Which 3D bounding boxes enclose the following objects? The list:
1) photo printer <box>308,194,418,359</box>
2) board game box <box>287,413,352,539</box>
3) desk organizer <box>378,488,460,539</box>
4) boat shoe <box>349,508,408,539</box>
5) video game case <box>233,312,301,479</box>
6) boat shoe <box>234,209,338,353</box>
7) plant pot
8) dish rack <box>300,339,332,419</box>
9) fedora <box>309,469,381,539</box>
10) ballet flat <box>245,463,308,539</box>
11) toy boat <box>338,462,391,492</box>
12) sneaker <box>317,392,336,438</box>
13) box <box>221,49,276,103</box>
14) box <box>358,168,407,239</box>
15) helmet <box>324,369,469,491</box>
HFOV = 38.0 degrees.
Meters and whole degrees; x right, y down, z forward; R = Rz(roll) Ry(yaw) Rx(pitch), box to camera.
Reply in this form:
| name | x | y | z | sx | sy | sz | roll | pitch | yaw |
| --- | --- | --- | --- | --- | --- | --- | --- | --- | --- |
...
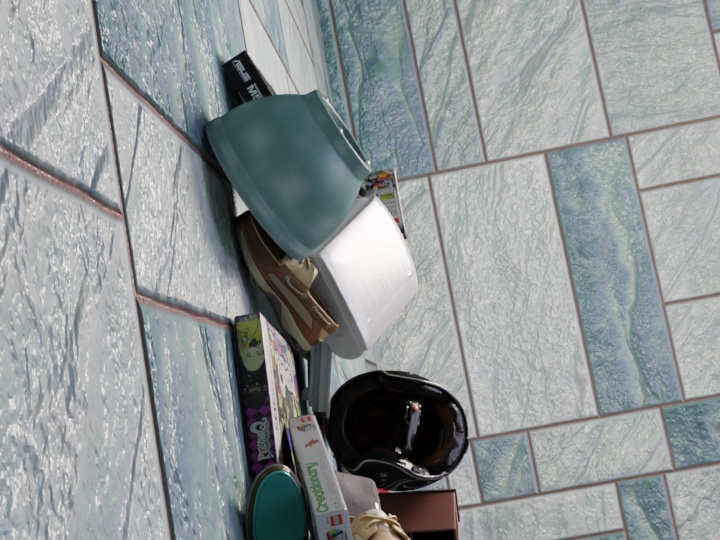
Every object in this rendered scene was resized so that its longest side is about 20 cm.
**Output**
| name | x | y | z | sx | sy | sz | roll | pitch | yaw |
| --- | --- | --- | --- | --- | --- | --- | --- | --- | --- |
| photo printer | 0.000 | 0.000 | 1.435 | 0.200 | 0.069 | 0.167 | -48 | 117 | -47 |
| board game box | -0.039 | 0.255 | 1.109 | 0.200 | 0.034 | 0.127 | -122 | -158 | -67 |
| desk organizer | 0.048 | 0.384 | 1.566 | 0.077 | 0.199 | 0.072 | -85 | 168 | -55 |
| boat shoe | 0.012 | 0.299 | 1.160 | 0.200 | 0.073 | 0.070 | 154 | -57 | -63 |
| video game case | -0.101 | 0.159 | 1.221 | 0.200 | 0.036 | 0.182 | 67 | 15 | -72 |
| boat shoe | -0.091 | 0.008 | 1.318 | 0.201 | 0.074 | 0.076 | 63 | 4 | -25 |
| plant pot | -0.071 | -0.130 | 1.249 | 0.201 | 0.134 | 0.200 | 55 | 8 | -12 |
| dish rack | -0.065 | 0.102 | 1.565 | 0.172 | 0.043 | 0.201 | -94 | -173 | -52 |
| fedora | -0.020 | 0.326 | 1.331 | 0.201 | 0.090 | 0.178 | -91 | -178 | -49 |
| ballet flat | -0.084 | 0.283 | 1.073 | 0.064 | 0.067 | 0.201 | 23 | -52 | 61 |
| toy boat | 0.027 | 0.327 | 1.886 | 0.131 | 0.130 | 0.201 | -8 | 87 | -85 |
| sneaker | -0.021 | 0.248 | 1.758 | 0.200 | 0.075 | 0.085 | 11 | 69 | -66 |
| box | -0.113 | -0.201 | 1.496 | 0.194 | 0.047 | 0.200 | 60 | 3 | 7 |
| box | -0.034 | -0.086 | 1.636 | 0.035 | 0.199 | 0.111 | 63 | 16 | -76 |
| helmet | 0.050 | 0.245 | 1.608 | 0.190 | 0.199 | 0.201 | -12 | -91 | 56 |
